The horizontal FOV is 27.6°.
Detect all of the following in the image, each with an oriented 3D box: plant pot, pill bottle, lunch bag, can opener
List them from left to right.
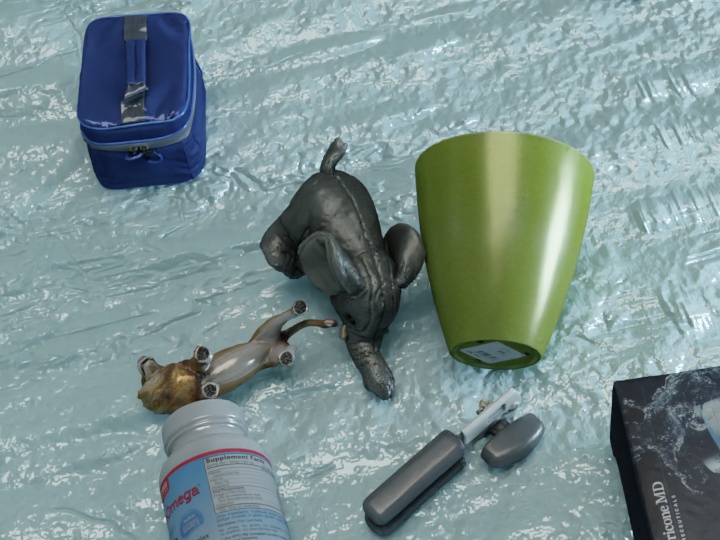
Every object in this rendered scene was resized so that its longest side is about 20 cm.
[{"bbox_3d":[-0.251,-0.195,1.672,0.135,0.133,0.201,-7,53,1],"label":"lunch bag"},{"bbox_3d":[-0.127,0.224,1.364,0.108,0.109,0.201,-16,53,-5],"label":"pill bottle"},{"bbox_3d":[0.089,0.184,1.403,0.200,0.053,0.066,-34,58,-18],"label":"can opener"},{"bbox_3d":[0.141,-0.008,1.480,0.186,0.187,0.201,2,69,8],"label":"plant pot"}]

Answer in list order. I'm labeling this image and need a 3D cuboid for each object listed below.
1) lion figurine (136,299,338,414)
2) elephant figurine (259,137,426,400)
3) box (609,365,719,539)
[{"bbox_3d":[-0.126,0.092,1.473,0.199,0.122,0.073,-16,82,-18],"label":"lion figurine"},{"bbox_3d":[0.000,0.000,1.488,0.141,0.155,0.200,-39,48,-2],"label":"elephant figurine"},{"bbox_3d":[0.342,0.197,1.327,0.199,0.118,0.197,-8,53,2],"label":"box"}]
